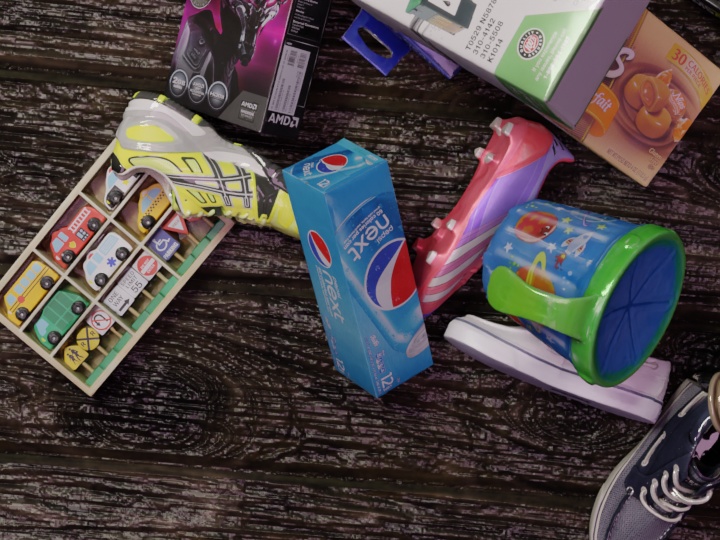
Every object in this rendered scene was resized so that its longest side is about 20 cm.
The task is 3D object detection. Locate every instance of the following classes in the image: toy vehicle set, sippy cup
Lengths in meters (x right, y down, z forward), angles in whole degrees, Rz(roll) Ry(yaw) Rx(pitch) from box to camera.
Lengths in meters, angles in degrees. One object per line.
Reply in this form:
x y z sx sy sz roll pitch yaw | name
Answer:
-0.216 -0.007 1.209 0.124 0.027 0.200 39 96 -6 | toy vehicle set
0.174 0.007 1.142 0.130 0.178 0.140 28 78 35 | sippy cup

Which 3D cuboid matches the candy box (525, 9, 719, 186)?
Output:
0.189 -0.168 1.137 0.199 0.055 0.116 30 99 -29 | candy box

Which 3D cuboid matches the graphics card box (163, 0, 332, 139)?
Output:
-0.083 -0.218 1.136 0.125 0.051 0.201 22 102 38 | graphics card box

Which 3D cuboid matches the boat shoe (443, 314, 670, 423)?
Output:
0.171 0.070 1.211 0.199 0.074 0.066 21 82 -7 | boat shoe

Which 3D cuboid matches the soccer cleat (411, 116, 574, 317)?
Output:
0.105 -0.036 1.193 0.076 0.067 0.201 28 98 -17 | soccer cleat

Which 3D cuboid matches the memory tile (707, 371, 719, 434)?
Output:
0.341 0.126 1.167 0.017 0.200 0.154 -8 105 38 | memory tile

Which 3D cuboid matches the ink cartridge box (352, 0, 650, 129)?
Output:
0.104 -0.219 1.033 0.199 0.084 0.147 33 96 26 | ink cartridge box

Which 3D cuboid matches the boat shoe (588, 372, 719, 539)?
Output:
0.266 0.184 1.211 0.074 0.093 0.201 27 97 -4 | boat shoe

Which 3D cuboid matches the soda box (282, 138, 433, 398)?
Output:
0.000 0.000 1.149 0.064 0.068 0.201 -29 124 -23 | soda box

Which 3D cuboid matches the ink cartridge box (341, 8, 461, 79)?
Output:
0.068 -0.253 1.153 0.136 0.076 0.200 40 98 -6 | ink cartridge box

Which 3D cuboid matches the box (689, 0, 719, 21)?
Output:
0.364 -0.271 1.115 0.200 0.047 0.193 -50 60 7 | box

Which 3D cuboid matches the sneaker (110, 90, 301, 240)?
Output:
-0.116 -0.069 1.167 0.199 0.075 0.077 30 82 -8 | sneaker
